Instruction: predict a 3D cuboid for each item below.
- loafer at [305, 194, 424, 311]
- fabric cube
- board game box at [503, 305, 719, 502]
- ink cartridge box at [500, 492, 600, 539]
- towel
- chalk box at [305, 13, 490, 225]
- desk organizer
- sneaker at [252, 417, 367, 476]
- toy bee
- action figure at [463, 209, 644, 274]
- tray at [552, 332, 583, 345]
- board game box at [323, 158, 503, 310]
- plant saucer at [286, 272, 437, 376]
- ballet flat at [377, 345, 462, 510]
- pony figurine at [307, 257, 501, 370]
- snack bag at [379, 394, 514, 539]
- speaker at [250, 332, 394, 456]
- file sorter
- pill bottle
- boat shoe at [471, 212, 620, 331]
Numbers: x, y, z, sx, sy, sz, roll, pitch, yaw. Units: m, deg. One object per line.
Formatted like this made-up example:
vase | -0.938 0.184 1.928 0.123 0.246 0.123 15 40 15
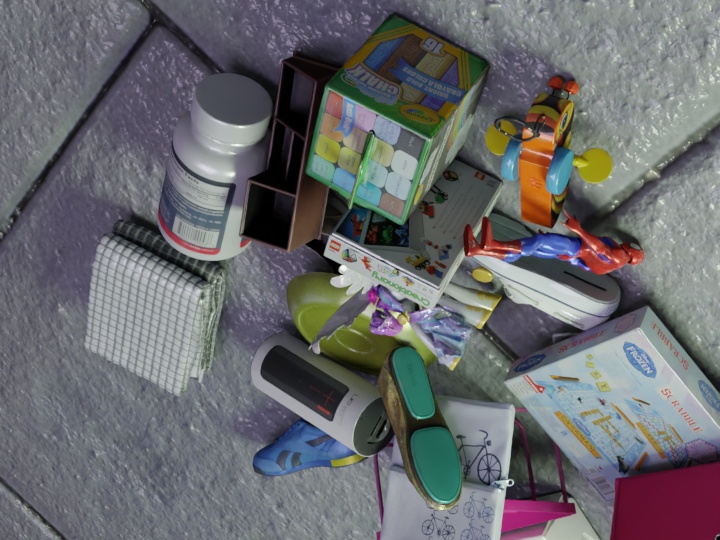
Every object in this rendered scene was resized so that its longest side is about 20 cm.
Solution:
loafer | 0.000 0.000 1.795 0.200 0.070 0.075 41 136 0
fabric cube | 0.397 0.333 1.661 0.198 0.198 0.199 -17 140 42
board game box | 0.292 0.151 1.699 0.199 0.041 0.200 -26 112 43
ink cartridge box | 0.205 0.373 1.941 0.199 0.084 0.147 -22 110 43
towel | -0.262 0.047 1.999 0.164 0.086 0.201 25 132 13
chalk box | 0.027 -0.143 1.573 0.123 0.200 0.125 29 135 11
desk organizer | -0.074 -0.128 1.697 0.071 0.077 0.202 18 112 20
sneaker | -0.070 0.219 2.024 0.199 0.066 0.079 -15 103 40
toy bee | 0.196 -0.131 1.558 0.130 0.110 0.200 27 160 1
action figure | 0.206 -0.027 1.592 0.198 0.052 0.065 9 162 -22
tray | 0.293 0.148 1.751 0.106 0.022 0.202 -3 122 36
board game box | 0.059 -0.055 1.616 0.125 0.200 0.035 27 134 8
plant saucer | -0.003 0.073 1.832 0.198 0.031 0.201 21 153 11
ballet flat | 0.065 0.184 1.749 0.071 0.070 0.202 -46 52 46
pony figurine | 0.044 0.015 1.691 0.199 0.193 0.167 35 139 4
snack bag | 0.096 0.237 1.757 0.187 0.021 0.203 4 85 47
speaker | -0.043 0.150 1.891 0.199 0.081 0.082 29 139 41
file sorter | 0.128 0.245 1.837 0.199 0.138 0.127 -23 67 41
pill bottle | -0.162 -0.121 1.774 0.119 0.120 0.201 29 134 10
boat shoe | 0.181 0.009 1.679 0.199 0.074 0.067 30 133 9
